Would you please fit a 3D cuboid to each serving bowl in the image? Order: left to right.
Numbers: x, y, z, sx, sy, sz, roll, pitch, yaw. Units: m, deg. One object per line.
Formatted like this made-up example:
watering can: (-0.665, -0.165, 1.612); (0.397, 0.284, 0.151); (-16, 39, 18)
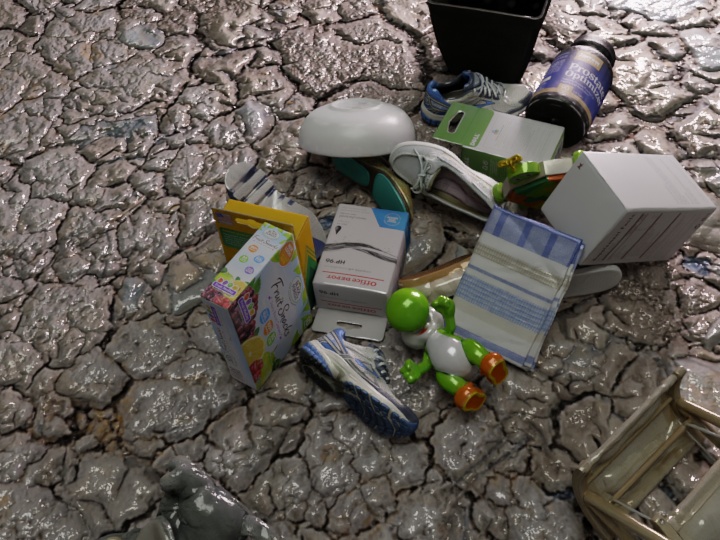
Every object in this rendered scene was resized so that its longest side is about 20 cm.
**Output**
serving bowl: (-0.006, -0.248, 1.412); (0.199, 0.066, 0.200); (-1, 23, 1)

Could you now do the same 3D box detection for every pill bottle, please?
pill bottle: (0.368, -0.314, 1.453); (0.112, 0.112, 0.200); (20, 57, 20)

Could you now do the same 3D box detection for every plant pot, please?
plant pot: (0.243, -0.458, 1.535); (0.199, 0.178, 0.200); (14, 56, 15)

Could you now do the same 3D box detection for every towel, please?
towel: (0.215, 0.025, 1.191); (0.147, 0.024, 0.201); (24, 95, 21)

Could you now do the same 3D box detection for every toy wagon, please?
toy wagon: (0.276, -0.135, 1.271); (0.155, 0.200, 0.040); (-21, 73, 40)

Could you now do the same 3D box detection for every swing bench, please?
swing bench: (0.388, 0.258, 1.000); (0.199, 0.130, 0.200); (-36, 52, -20)

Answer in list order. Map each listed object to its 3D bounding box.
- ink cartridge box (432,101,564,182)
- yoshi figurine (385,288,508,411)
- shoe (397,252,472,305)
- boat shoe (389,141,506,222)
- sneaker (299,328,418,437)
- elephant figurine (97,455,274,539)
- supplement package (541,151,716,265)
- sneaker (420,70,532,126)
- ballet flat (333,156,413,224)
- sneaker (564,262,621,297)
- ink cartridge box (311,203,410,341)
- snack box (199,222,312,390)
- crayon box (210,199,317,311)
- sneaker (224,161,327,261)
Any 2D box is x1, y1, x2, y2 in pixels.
ink cartridge box: (0.231, -0.210, 1.417); (0.199, 0.059, 0.104); (18, 56, 18)
yoshi figurine: (0.099, 0.094, 1.147); (0.112, 0.112, 0.200); (-21, 47, -32)
shoe: (0.153, 0.008, 1.264); (0.199, 0.070, 0.054); (-19, 93, -13)
boat shoe: (0.137, -0.138, 1.330); (0.202, 0.075, 0.065); (29, 34, -2)
sneaker: (0.011, 0.143, 1.147); (0.200, 0.077, 0.085); (37, 59, 28)
elephant figurine: (-0.234, 0.338, 1.011); (0.142, 0.155, 0.200); (45, 72, -15)
supplement package: (0.388, -0.090, 1.223); (0.199, 0.117, 0.117); (-3, 51, -33)
sneaker: (0.206, -0.307, 1.479); (0.199, 0.085, 0.077); (-8, 52, -2)
ballet flat: (0.037, -0.150, 1.390); (0.071, 0.071, 0.200); (-35, 57, -20)
sneaker: (0.278, -0.012, 1.258); (0.199, 0.071, 0.099); (-6, 48, -3)
ink cartridge box: (0.000, 0.000, 1.270); (0.116, 0.068, 0.200); (8, 54, 12)
snack box: (-0.137, 0.053, 1.158); (0.053, 0.200, 0.142); (23, 58, 22)
crayon box: (-0.132, -0.029, 1.221); (0.125, 0.200, 0.052); (13, 54, 15)
sneaker: (-0.142, -0.075, 1.338); (0.199, 0.115, 0.081); (46, 67, 0)
